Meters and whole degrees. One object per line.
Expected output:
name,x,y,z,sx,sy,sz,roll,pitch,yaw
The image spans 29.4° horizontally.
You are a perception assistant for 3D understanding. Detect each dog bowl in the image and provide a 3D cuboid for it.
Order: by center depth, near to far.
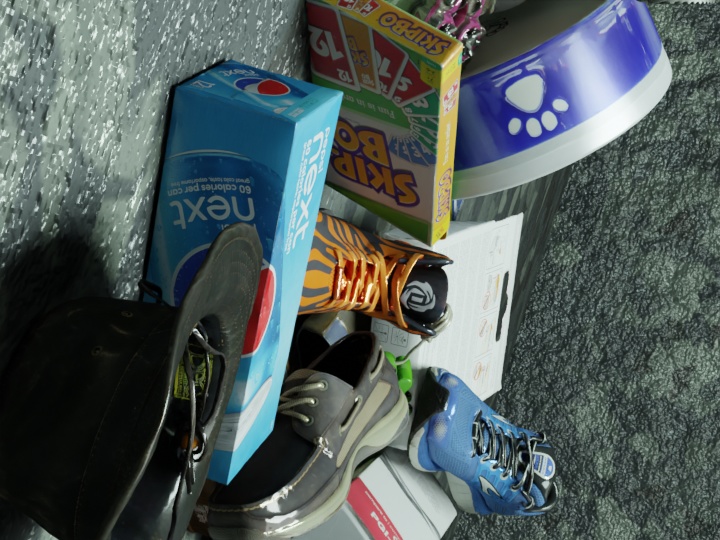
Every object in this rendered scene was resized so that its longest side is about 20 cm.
dog bowl,0.102,-0.131,0.930,0.079,0.200,0.200,62,33,-21

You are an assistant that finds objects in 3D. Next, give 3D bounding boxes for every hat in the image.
hat,-0.106,0.062,0.569,0.201,0.081,0.201,18,90,-87

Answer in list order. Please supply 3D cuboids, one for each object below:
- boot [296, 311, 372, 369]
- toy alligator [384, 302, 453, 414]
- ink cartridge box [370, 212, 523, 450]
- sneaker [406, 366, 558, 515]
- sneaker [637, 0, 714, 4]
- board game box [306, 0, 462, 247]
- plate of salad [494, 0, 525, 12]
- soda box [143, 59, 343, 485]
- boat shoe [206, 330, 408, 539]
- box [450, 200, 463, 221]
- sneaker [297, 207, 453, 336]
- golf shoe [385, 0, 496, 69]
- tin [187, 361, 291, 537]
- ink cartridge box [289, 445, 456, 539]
boot,-0.014,0.084,1.071,0.097,0.075,0.200,-46,144,-44
toy alligator,0.009,0.097,0.978,0.200,0.054,0.059,-41,-150,24
ink cartridge box,0.067,0.038,1.081,0.200,0.050,0.161,-22,121,-64
sneaker,0.099,0.130,1.021,0.200,0.089,0.079,47,54,-53
sneaker,0.166,-0.239,0.869,0.200,0.070,0.090,-128,-141,-50
board game box,0.014,-0.089,0.847,0.030,0.095,0.200,-50,159,-22
plate of salad,0.093,-0.270,0.893,0.200,0.048,0.201,-18,-110,62
soda box,-0.067,0.002,0.694,0.068,0.064,0.200,-48,153,-63
boat shoe,-0.037,0.094,0.819,0.200,0.074,0.073,-42,122,-60
box,0.082,-0.142,1.164,0.070,0.064,0.200,82,29,-65
sneaker,0.000,0.000,0.875,0.200,0.112,0.078,-26,133,-74
golf shoe,0.054,-0.217,0.816,0.073,0.092,0.200,5,116,-58
tin,-0.078,0.102,0.860,0.200,0.042,0.112,84,23,-63
ink cartridge box,-0.022,0.206,0.996,0.147,0.083,0.200,-37,176,15
